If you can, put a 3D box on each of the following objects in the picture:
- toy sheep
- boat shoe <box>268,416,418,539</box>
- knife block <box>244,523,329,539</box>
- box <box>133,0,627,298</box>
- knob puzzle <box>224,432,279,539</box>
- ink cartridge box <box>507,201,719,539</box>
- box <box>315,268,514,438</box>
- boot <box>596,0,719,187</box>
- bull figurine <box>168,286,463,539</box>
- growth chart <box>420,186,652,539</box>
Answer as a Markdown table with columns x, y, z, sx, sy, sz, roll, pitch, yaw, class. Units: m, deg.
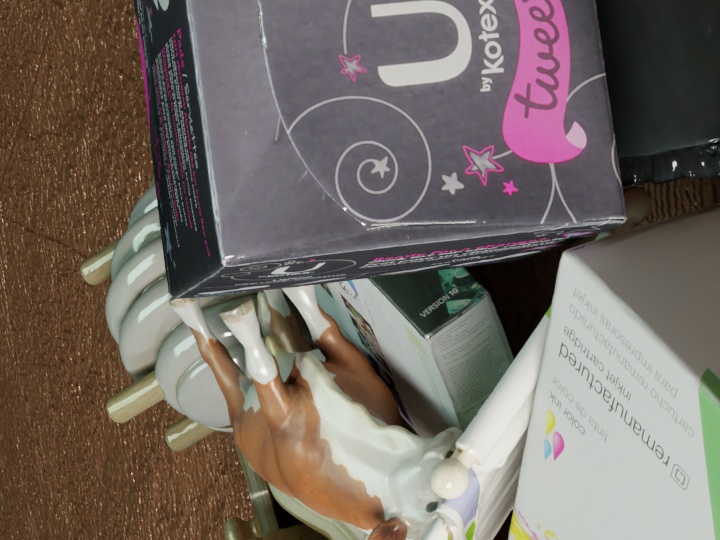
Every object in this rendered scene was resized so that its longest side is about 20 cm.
| x | y | z | sx | sy | sz | roll | pitch | yaw | class |
| --- | --- | --- | --- | --- | --- | --- | --- | --- | --- |
| -0.070 | 0.019 | 1.015 | 0.138 | 0.137 | 0.201 | 111 | 147 | -53 | toy sheep |
| 0.010 | 0.100 | 0.955 | 0.200 | 0.073 | 0.069 | 34 | 108 | 66 | boat shoe |
| 0.000 | 0.177 | 0.920 | 0.175 | 0.200 | 0.064 | 12 | 102 | 39 | knife block |
| -0.003 | -0.100 | 0.624 | 0.115 | 0.131 | 0.201 | 161 | 102 | -77 | box |
| -0.062 | 0.147 | 1.123 | 0.220 | 0.030 | 0.221 | 163 | 90 | -85 | knob puzzle |
| 0.122 | 0.101 | 0.632 | 0.145 | 0.087 | 0.201 | 50 | 146 | 41 | ink cartridge box |
| 0.000 | 0.000 | 0.849 | 0.200 | 0.036 | 0.145 | 46 | 166 | 36 | box |
| 0.100 | -0.110 | 0.613 | 0.198 | 0.073 | 0.163 | -173 | 75 | -75 | boot |
| -0.019 | 0.057 | 0.842 | 0.122 | 0.065 | 0.200 | 64 | 162 | -9 | bull figurine |
| 0.054 | 0.069 | 0.720 | 0.018 | 0.145 | 0.200 | 32 | 158 | 13 | growth chart |
